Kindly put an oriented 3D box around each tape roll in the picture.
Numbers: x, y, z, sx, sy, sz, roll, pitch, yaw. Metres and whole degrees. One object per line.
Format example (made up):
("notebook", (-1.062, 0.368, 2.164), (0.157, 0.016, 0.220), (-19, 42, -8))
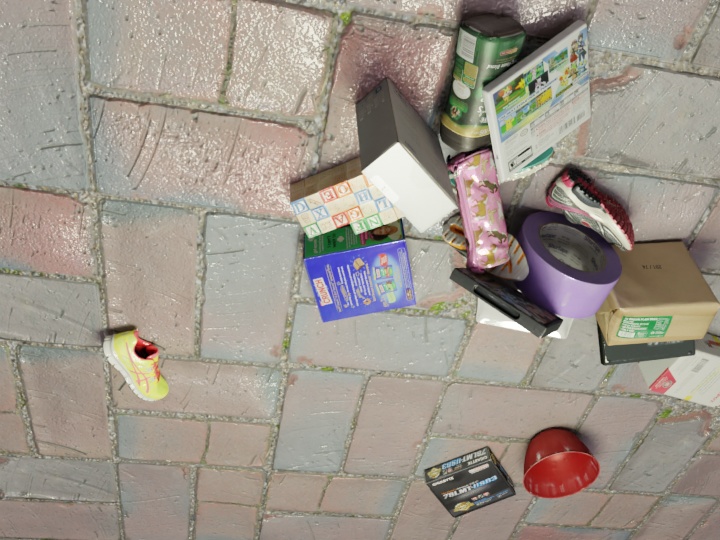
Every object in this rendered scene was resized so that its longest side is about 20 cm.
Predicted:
("tape roll", (0.376, -0.013, 1.262), (0.194, 0.203, 0.086), (10, 130, -13))

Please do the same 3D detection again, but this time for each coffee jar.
("coffee jar", (0.189, -0.292, 1.079), (0.103, 0.085, 0.204), (-25, 140, -33))

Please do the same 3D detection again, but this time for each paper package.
("paper package", (0.561, 0.042, 1.328), (0.194, 0.193, 0.105), (-2, 131, -1))

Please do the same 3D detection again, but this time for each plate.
("plate", (0.335, 0.072, 1.379), (0.194, 0.033, 0.201), (10, 154, 13))

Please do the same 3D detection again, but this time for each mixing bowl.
("mixing bowl", (0.502, 0.482, 1.743), (0.194, 0.110, 0.204), (-2, 130, -2))

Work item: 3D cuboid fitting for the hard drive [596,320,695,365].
("hard drive", (0.607, 0.121, 1.451), (0.194, 0.033, 0.144), (-6, 91, 1))

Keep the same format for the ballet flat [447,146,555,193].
("ballet flat", (0.246, -0.184, 1.210), (0.195, 0.073, 0.073), (-15, 130, 11))

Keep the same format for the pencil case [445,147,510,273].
("pencil case", (0.201, -0.102, 1.150), (0.084, 0.083, 0.205), (-14, 103, 0))

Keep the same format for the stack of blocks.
("stack of blocks", (-0.017, -0.129, 1.227), (0.195, 0.059, 0.116), (-19, 129, 11))

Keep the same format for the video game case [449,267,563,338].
("video game case", (0.259, 0.052, 1.186), (0.026, 0.179, 0.199), (-60, 159, 12))

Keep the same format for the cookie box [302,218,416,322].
("cookie box", (0.000, 0.000, 1.325), (0.194, 0.076, 0.174), (-10, 130, 4))

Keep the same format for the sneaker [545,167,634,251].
("sneaker", (0.435, -0.106, 1.269), (0.199, 0.081, 0.075), (39, 131, -10))

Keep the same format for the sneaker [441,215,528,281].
("sneaker", (0.239, -0.035, 1.259), (0.079, 0.199, 0.077), (-48, 136, -2))

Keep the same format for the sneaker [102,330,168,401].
("sneaker", (-0.463, 0.205, 1.460), (0.088, 0.079, 0.202), (-24, 130, 6))

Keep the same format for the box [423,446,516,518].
("box", (0.299, 0.580, 1.850), (0.196, 0.050, 0.200), (-25, 128, 15))

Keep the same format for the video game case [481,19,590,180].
("video game case", (0.288, -0.268, 1.092), (0.198, 0.022, 0.184), (-35, 138, -9))

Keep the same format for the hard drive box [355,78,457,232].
("hard drive box", (0.070, -0.188, 1.092), (0.076, 0.203, 0.155), (-34, 125, 23))

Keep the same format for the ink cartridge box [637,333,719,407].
("ink cartridge box", (0.770, 0.221, 1.563), (0.195, 0.084, 0.147), (16, 126, -16))
